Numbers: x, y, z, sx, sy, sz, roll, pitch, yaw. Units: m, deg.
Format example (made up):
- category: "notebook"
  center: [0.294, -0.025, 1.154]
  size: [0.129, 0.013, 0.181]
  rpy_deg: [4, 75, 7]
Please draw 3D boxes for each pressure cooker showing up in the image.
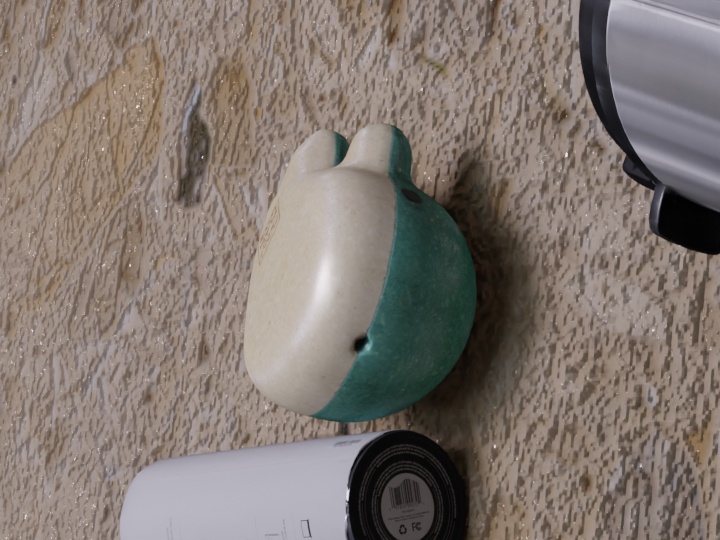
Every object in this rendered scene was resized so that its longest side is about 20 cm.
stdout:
- category: "pressure cooker"
  center: [0.189, -0.102, 1.218]
  size: [0.200, 0.176, 0.179]
  rpy_deg: [25, 143, 54]

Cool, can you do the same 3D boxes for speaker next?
- category: "speaker"
  center: [-0.039, 0.130, 1.541]
  size: [0.200, 0.081, 0.081]
  rpy_deg: [-12, 73, 50]

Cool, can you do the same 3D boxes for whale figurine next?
- category: "whale figurine"
  center: [0.000, 0.000, 1.527]
  size: [0.200, 0.104, 0.159]
  rpy_deg: [-109, 40, -66]
